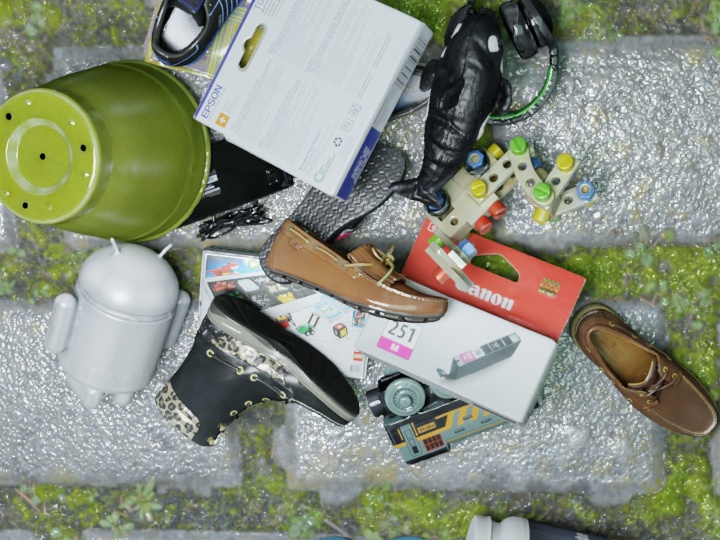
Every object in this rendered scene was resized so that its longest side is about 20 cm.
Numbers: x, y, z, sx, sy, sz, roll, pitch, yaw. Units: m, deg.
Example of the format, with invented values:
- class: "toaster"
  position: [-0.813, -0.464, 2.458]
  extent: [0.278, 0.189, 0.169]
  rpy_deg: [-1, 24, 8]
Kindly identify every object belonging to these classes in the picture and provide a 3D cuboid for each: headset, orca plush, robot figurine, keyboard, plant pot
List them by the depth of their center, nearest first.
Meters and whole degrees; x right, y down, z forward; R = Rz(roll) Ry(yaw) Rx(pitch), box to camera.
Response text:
- class: "orca plush"
  position: [0.080, -0.164, 1.123]
  extent: [0.105, 0.071, 0.201]
  rpy_deg: [41, 109, 23]
- class: "plant pot"
  position: [-0.283, -0.119, 1.161]
  extent: [0.198, 0.193, 0.203]
  rpy_deg: [2, 98, 15]
- class: "headset"
  position: [0.143, -0.252, 1.165]
  extent: [0.122, 0.094, 0.203]
  rpy_deg: [-7, 102, 6]
- class: "robot figurine"
  position: [-0.267, 0.055, 1.241]
  extent: [0.113, 0.168, 0.202]
  rpy_deg: [39, 119, 36]
- class: "keyboard"
  position: [-0.165, -0.085, 1.254]
  extent: [0.198, 0.040, 0.105]
  rpy_deg: [-17, 86, 19]

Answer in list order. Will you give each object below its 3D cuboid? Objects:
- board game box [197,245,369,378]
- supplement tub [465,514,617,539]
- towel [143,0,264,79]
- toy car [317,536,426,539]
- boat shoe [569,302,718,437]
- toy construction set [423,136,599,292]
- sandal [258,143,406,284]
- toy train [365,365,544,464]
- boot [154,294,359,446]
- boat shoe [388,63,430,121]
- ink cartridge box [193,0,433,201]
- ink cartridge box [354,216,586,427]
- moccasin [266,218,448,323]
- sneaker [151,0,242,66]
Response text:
- class: "board game box"
  position: [-0.084, 0.047, 1.272]
  extent: [0.197, 0.035, 0.128]
  rpy_deg: [7, 102, 4]
- class: "supplement tub"
  position: [0.212, 0.357, 1.251]
  extent: [0.197, 0.140, 0.142]
  rpy_deg: [12, 102, 2]
- class: "towel"
  position: [-0.148, -0.304, 1.218]
  extent: [0.142, 0.023, 0.202]
  rpy_deg: [19, 102, 2]
- class: "toy car"
  position: [0.009, 0.425, 1.251]
  extent: [0.174, 0.200, 0.187]
  rpy_deg: [-2, 101, 5]
- class: "boat shoe"
  position: [0.314, 0.119, 1.233]
  extent: [0.200, 0.068, 0.072]
  rpy_deg: [40, 101, -3]
- class: "toy construction set"
  position: [0.141, -0.062, 1.186]
  extent: [0.199, 0.092, 0.131]
  rpy_deg: [-39, 66, -11]
- class: "sandal"
  position: [-0.031, -0.065, 1.237]
  extent: [0.200, 0.045, 0.075]
  rpy_deg: [-43, 74, 8]
- class: "toy train"
  position: [0.108, 0.138, 1.253]
  extent: [0.198, 0.085, 0.115]
  rpy_deg: [-22, 111, 7]
- class: "boot"
  position: [-0.117, 0.141, 1.246]
  extent: [0.203, 0.074, 0.154]
  rpy_deg: [36, 109, -4]
- class: "boat shoe"
  position: [-0.006, -0.179, 1.206]
  extent: [0.197, 0.066, 0.071]
  rpy_deg: [-9, 100, 6]
- class: "ink cartridge box"
  position: [-0.052, -0.202, 1.171]
  extent: [0.199, 0.041, 0.201]
  rpy_deg: [30, 94, 25]
- class: "ink cartridge box"
  position: [0.118, 0.046, 1.191]
  extent: [0.198, 0.044, 0.175]
  rpy_deg: [22, 81, 19]
- class: "moccasin"
  position: [0.001, 0.000, 1.172]
  extent: [0.200, 0.074, 0.079]
  rpy_deg: [22, 90, 22]
- class: "sneaker"
  position: [-0.153, -0.301, 1.168]
  extent: [0.070, 0.078, 0.201]
  rpy_deg: [30, 102, -1]
